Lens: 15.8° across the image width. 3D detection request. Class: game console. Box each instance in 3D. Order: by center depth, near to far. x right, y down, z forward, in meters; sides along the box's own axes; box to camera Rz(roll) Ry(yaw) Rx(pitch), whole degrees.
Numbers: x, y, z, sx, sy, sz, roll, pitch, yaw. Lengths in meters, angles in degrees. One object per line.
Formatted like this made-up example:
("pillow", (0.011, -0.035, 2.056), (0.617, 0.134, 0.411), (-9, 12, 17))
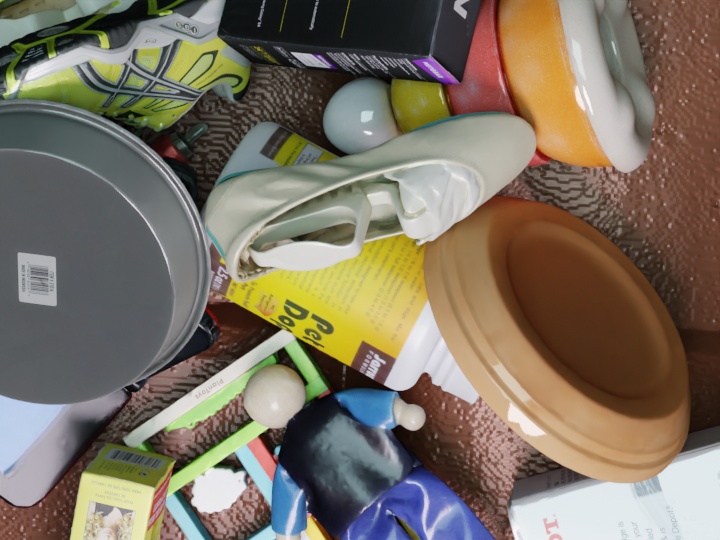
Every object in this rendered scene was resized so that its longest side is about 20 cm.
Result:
("game console", (-0.215, 0.031, 1.573), (0.200, 0.172, 0.119), (41, 60, -15))

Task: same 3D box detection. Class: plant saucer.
("plant saucer", (0.124, 0.032, 1.528), (0.200, 0.200, 0.037), (47, 122, 0))

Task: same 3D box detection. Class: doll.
("doll", (0.000, 0.138, 1.598), (0.136, 0.048, 0.200), (-44, 89, 16))

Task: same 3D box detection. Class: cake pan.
("cake pan", (-0.188, -0.003, 1.515), (0.199, 0.037, 0.202), (5, 121, 8))

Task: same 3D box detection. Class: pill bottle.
("pill bottle", (0.000, 0.000, 1.579), (0.199, 0.109, 0.110), (28, 96, 3))

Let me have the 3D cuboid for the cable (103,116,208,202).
("cable", (-0.179, -0.041, 1.637), (0.200, 0.050, 0.097), (-42, 107, 18))

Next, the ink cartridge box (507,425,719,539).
("ink cartridge box", (0.202, 0.179, 1.587), (0.198, 0.084, 0.145), (-15, 93, 4))

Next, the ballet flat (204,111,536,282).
("ballet flat", (0.009, -0.037, 1.491), (0.198, 0.069, 0.070), (-15, 93, 4))

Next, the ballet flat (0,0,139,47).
("ballet flat", (-0.182, -0.158, 1.604), (0.199, 0.067, 0.067), (-24, 89, 6))

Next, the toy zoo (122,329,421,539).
("toy zoo", (-0.043, 0.153, 1.638), (0.131, 0.020, 0.201), (-34, 91, 6))

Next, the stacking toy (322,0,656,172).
("stacking toy", (0.068, -0.111, 1.563), (0.199, 0.146, 0.147), (-14, 93, 17))

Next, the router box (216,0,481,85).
("router box", (0.009, -0.218, 1.541), (0.148, 0.051, 0.202), (9, 79, 29))

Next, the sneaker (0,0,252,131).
("sneaker", (-0.142, -0.116, 1.547), (0.199, 0.075, 0.077), (-20, 110, -29))

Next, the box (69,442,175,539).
("box", (-0.162, 0.215, 1.616), (0.050, 0.075, 0.202), (12, 101, 4))
